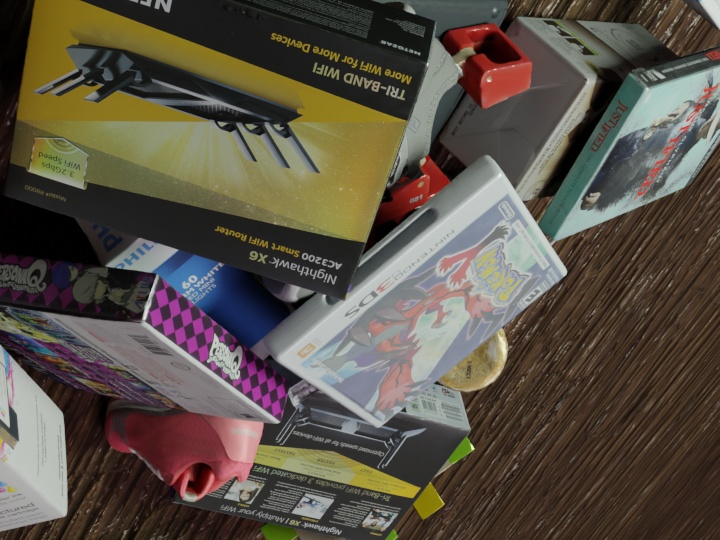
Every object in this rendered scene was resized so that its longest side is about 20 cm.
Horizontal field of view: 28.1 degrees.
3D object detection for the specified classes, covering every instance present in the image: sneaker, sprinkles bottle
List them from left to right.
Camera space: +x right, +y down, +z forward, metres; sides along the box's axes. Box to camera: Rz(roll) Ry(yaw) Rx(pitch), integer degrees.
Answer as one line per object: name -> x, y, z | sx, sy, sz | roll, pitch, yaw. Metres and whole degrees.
sneaker -> -0.139, 0.129, 1.068 | 0.074, 0.087, 0.200 | 15, 159, -32
sneaker -> 0.007, -0.065, 0.904 | 0.082, 0.075, 0.200 | 31, 85, -32
sprinkles bottle -> 0.085, 0.056, 1.205 | 0.068, 0.068, 0.200 | -41, 180, 4

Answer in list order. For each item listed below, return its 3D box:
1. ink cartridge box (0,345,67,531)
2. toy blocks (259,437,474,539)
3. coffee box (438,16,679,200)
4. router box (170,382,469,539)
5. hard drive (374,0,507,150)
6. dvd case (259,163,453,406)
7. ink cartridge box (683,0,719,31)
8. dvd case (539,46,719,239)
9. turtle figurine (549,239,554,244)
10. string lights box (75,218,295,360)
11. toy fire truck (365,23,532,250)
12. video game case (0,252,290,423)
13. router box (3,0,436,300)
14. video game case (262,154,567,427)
ink cartridge box -> -0.287, 0.097, 0.892 | 0.144, 0.084, 0.200 | -13, 149, 5
toy blocks -> -0.001, 0.200, 1.349 | 0.200, 0.100, 0.137 | -33, -179, -8
coffee box -> 0.166, -0.124, 1.100 | 0.200, 0.080, 0.113 | -11, 140, -52
router box -> -0.036, 0.142, 1.180 | 0.200, 0.052, 0.157 | 17, 126, -25
hard drive -> -0.004, -0.136, 0.980 | 0.200, 0.033, 0.140 | -7, 137, -42
dvd case -> 0.000, 0.000, 1.056 | 0.200, 0.146, 0.022 | -31, 133, -11
ink cartridge box -> 0.290, -0.290, 1.038 | 0.200, 0.085, 0.144 | -47, 148, 11
dvd case -> 0.229, -0.103, 1.089 | 0.200, 0.022, 0.146 | -22, 148, -46
turtle figurine -> 0.051, -0.015, 1.141 | 0.200, 0.101, 0.150 | -25, -173, -19
string lights box -> -0.120, -0.015, 0.947 | 0.059, 0.103, 0.200 | -38, 150, 3
toy fire truck -> 0.019, -0.080, 0.997 | 0.200, 0.049, 0.141 | -24, 146, -21
video game case -> -0.164, 0.043, 0.924 | 0.200, 0.181, 0.036 | 47, 54, -59
router box -> -0.078, -0.085, 0.762 | 0.200, 0.052, 0.157 | 17, 126, -3
video game case -> 0.045, 0.023, 0.964 | 0.182, 0.023, 0.200 | -40, 154, 4
